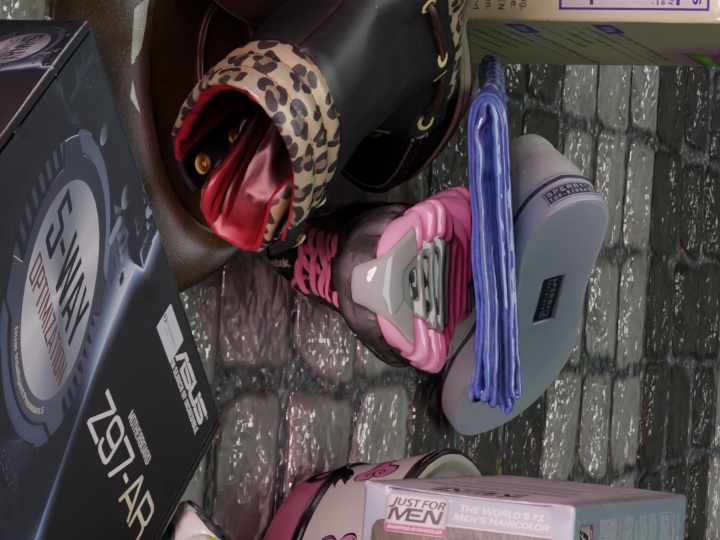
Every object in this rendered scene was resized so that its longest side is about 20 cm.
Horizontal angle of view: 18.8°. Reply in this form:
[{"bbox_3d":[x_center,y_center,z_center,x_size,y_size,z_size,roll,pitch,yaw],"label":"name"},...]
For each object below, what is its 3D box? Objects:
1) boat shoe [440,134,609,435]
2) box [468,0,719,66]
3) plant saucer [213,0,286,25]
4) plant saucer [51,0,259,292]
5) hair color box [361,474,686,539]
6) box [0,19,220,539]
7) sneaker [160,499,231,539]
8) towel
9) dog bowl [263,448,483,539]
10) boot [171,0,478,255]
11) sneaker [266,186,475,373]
[{"bbox_3d":[0.075,0.002,1.210,0.086,0.074,0.202,59,-28,34],"label":"boat shoe"},{"bbox_3d":[0.119,-0.165,1.133,0.176,0.199,0.097,6,88,-67],"label":"box"},{"bbox_3d":[-0.046,-0.202,0.888,0.200,0.034,0.201,-11,90,-69],"label":"plant saucer"},{"bbox_3d":[-0.067,-0.088,0.911,0.200,0.032,0.201,4,90,-69],"label":"plant saucer"},{"bbox_3d":[0.081,0.131,1.022,0.200,0.099,0.061,12,83,-67],"label":"hair color box"},{"bbox_3d":[-0.121,0.036,0.779,0.160,0.043,0.201,-62,148,-44],"label":"box"},{"bbox_3d":[-0.072,0.143,0.854,0.078,0.080,0.200,51,-2,1],"label":"sneaker"},{"bbox_3d":[0.061,-0.023,1.033,0.200,0.024,0.145,-72,159,-79],"label":"towel"},{"bbox_3d":[0.005,0.186,1.071,0.200,0.073,0.201,3,90,-67],"label":"dog bowl"},{"bbox_3d":[-0.013,-0.066,0.902,0.151,0.073,0.200,-49,170,-31],"label":"boot"},{"bbox_3d":[0.000,0.000,0.992,0.200,0.095,0.079,-24,118,-81],"label":"sneaker"}]
